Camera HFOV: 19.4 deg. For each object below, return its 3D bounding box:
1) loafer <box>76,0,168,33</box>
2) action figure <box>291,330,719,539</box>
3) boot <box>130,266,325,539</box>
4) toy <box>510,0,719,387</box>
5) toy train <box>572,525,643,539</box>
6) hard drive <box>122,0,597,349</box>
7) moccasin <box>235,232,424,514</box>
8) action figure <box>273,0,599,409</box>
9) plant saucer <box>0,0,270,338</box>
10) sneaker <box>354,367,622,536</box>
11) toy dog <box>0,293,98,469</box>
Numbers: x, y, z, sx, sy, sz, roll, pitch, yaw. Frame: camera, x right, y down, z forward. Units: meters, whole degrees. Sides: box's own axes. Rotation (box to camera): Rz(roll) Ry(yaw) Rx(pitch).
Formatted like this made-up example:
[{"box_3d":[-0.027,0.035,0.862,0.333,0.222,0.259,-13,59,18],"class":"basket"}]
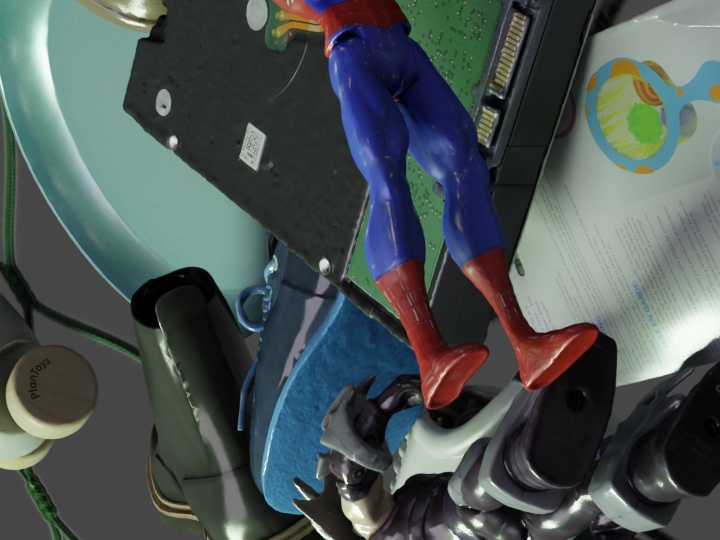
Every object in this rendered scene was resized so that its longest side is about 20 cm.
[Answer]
[{"box_3d":[-0.116,-0.185,0.833,0.201,0.076,0.067,55,154,2],"class":"loafer"},{"box_3d":[0.053,0.081,0.743,0.129,0.070,0.200,26,150,-14],"class":"action figure"},{"box_3d":[-0.072,0.050,0.955,0.139,0.077,0.200,68,164,-16],"class":"boot"},{"box_3d":[0.118,-0.033,0.684,0.199,0.047,0.116,-18,97,54],"class":"toy"},{"box_3d":[0.142,0.160,0.793,0.199,0.086,0.115,19,123,47],"class":"toy train"},{"box_3d":[-0.007,-0.079,0.746,0.200,0.038,0.141,38,120,44],"class":"hard drive"},{"box_3d":[0.000,0.000,0.834,0.068,0.080,0.201,47,123,48],"class":"moccasin"},{"box_3d":[0.020,-0.071,0.637,0.099,0.065,0.201,-53,54,46],"class":"action figure"},{"box_3d":[-0.096,-0.061,0.961,0.200,0.027,0.201,33,141,31],"class":"plant saucer"},{"box_3d":[0.044,0.085,0.876,0.200,0.073,0.071,-34,77,50],"class":"sneaker"},{"box_3d":[-0.237,0.039,1.166,0.200,0.096,0.132,41,144,22],"class":"toy dog"}]
